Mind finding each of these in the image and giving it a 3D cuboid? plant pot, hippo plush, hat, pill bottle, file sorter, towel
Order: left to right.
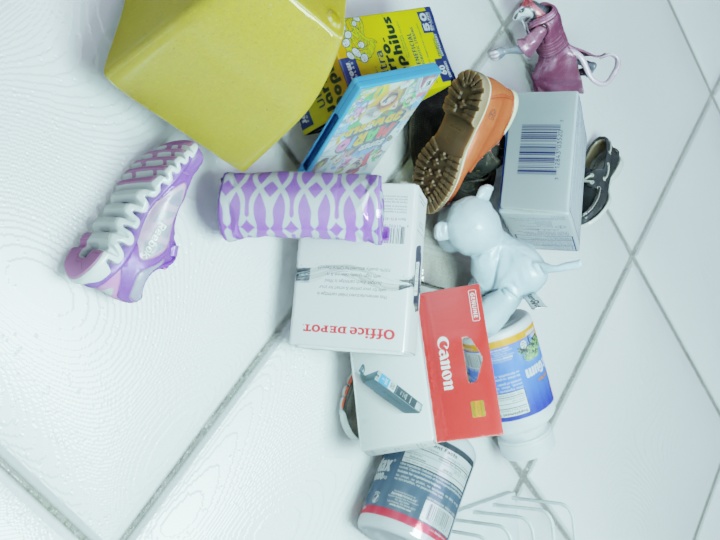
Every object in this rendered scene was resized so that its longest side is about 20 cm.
[{"bbox_3d":[-0.120,-0.267,0.970,0.193,0.199,0.198,33,45,-36],"label":"plant pot"},{"bbox_3d":[0.084,0.261,1.192,0.119,0.119,0.202,41,60,-32],"label":"pill bottle"},{"bbox_3d":[0.108,-0.042,1.302,0.198,0.034,0.135,14,77,-41],"label":"towel"},{"bbox_3d":[0.159,-0.187,1.318,0.199,0.080,0.204,14,70,-42],"label":"hat"},{"bbox_3d":[0.159,-0.014,1.231,0.161,0.200,0.160,43,88,-11],"label":"hippo plush"},{"bbox_3d":[0.199,0.406,1.281,0.198,0.124,0.141,-4,88,-42],"label":"file sorter"},{"bbox_3d":[0.220,0.168,1.331,0.112,0.111,0.202,-27,104,-40],"label":"pill bottle"}]

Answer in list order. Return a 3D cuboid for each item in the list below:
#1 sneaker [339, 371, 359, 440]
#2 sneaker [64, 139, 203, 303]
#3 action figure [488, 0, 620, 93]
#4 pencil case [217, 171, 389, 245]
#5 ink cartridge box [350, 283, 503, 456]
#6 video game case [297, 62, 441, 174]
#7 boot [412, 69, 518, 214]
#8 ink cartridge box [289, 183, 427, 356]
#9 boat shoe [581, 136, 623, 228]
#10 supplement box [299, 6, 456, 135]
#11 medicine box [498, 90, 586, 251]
[{"bbox_3d":[0.050,0.140,1.196,0.200,0.081,0.077,-49,118,-30],"label":"sneaker"},{"bbox_3d":[-0.224,-0.049,0.973,0.089,0.080,0.201,48,61,-36],"label":"sneaker"},{"bbox_3d":[0.301,-0.355,1.445,0.135,0.148,0.200,-59,137,-22],"label":"action figure"},{"bbox_3d":[-0.067,-0.067,1.036,0.085,0.197,0.086,-83,172,-45],"label":"pencil case"},{"bbox_3d":[0.076,0.116,1.142,0.045,0.174,0.203,61,20,-68],"label":"ink cartridge box"},{"bbox_3d":[0.002,-0.168,1.118,0.142,0.200,0.018,-22,69,-42],"label":"video game case"},{"bbox_3d":[0.145,-0.163,1.232,0.106,0.075,0.202,1,123,-47],"label":"boot"},{"bbox_3d":[0.000,0.000,1.113,0.084,0.143,0.203,36,57,-74],"label":"ink cartridge box"},{"bbox_3d":[0.393,-0.151,1.550,0.061,0.073,0.201,53,51,-25],"label":"boat shoe"},{"bbox_3d":[0.010,-0.258,1.173,0.199,0.109,0.110,-22,92,-41],"label":"supplement box"},{"bbox_3d":[0.278,-0.143,1.370,0.200,0.102,0.185,40,55,-68],"label":"medicine box"}]
